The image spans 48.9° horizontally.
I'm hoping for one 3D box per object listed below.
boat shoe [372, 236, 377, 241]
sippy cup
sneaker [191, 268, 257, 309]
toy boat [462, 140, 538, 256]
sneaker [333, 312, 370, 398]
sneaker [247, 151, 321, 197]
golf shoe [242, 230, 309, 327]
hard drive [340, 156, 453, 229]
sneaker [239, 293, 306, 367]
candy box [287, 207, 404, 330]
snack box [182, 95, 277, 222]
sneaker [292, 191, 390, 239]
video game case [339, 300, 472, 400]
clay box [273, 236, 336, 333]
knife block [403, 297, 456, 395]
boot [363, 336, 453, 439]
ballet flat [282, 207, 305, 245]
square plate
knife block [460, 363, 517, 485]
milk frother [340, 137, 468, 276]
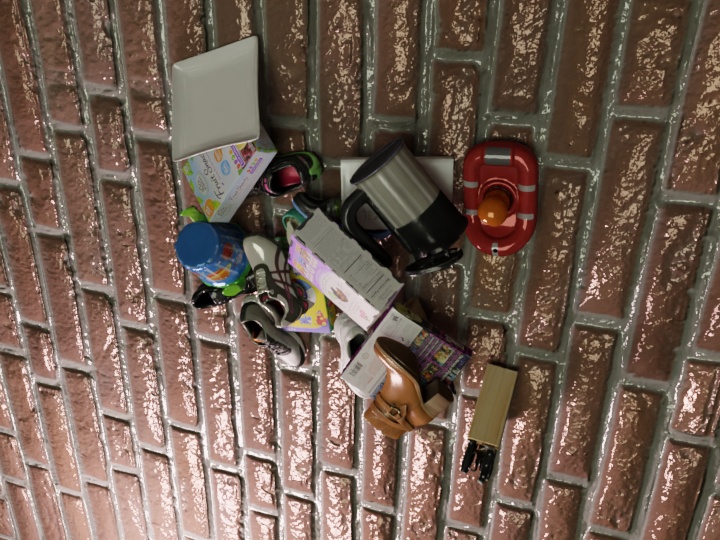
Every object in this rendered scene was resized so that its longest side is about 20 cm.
[{"bbox_3d":[0.000,0.000,1.526,0.062,0.075,0.200,25,153,24],"label":"boat shoe"},{"bbox_3d":[-0.298,-0.040,1.574,0.177,0.130,0.140,22,88,18],"label":"sippy cup"},{"bbox_3d":[-0.269,0.038,1.662,0.200,0.088,0.076,-23,107,30],"label":"sneaker"},{"bbox_3d":[0.233,-0.114,1.352,0.130,0.131,0.201,5,119,19],"label":"toy boat"},{"bbox_3d":[-0.004,0.188,1.621,0.078,0.099,0.201,-20,114,-8],"label":"sneaker"},{"bbox_3d":[-0.172,-0.178,1.505,0.199,0.084,0.077,-13,111,29],"label":"sneaker"},{"bbox_3d":[-0.175,0.017,1.559,0.077,0.088,0.200,-24,103,34],"label":"golf shoe"},{"bbox_3d":[0.065,-0.139,1.426,0.199,0.027,0.132,0,113,2],"label":"hard drive"},{"bbox_3d":[-0.193,0.143,1.686,0.074,0.079,0.200,-23,121,30],"label":"sneaker"},{"bbox_3d":[-0.031,0.003,1.397,0.200,0.072,0.168,41,163,4],"label":"candy box"},{"bbox_3d":[-0.252,-0.209,1.503,0.200,0.053,0.143,-48,59,35],"label":"snack box"},{"bbox_3d":[-0.030,-0.120,1.496,0.199,0.071,0.083,14,117,7],"label":"sneaker"},{"bbox_3d":[0.086,0.181,1.528,0.181,0.036,0.200,32,118,-4],"label":"video game case"},{"bbox_3d":[-0.120,0.030,1.622,0.114,0.048,0.201,1,118,22],"label":"clay box"},{"bbox_3d":[0.133,0.176,1.583,0.175,0.064,0.200,26,123,5],"label":"knife block"},{"bbox_3d":[0.059,0.227,1.501,0.200,0.077,0.155,40,117,-21],"label":"boot"},{"bbox_3d":[-0.095,-0.033,1.518,0.200,0.070,0.067,61,145,16],"label":"ballet flat"},{"bbox_3d":[-0.262,-0.310,1.449,0.199,0.028,0.199,-10,76,27],"label":"square plate"},{"bbox_3d":[0.249,0.309,1.551,0.064,0.176,0.201,14,121,13],"label":"knife block"},{"bbox_3d":[0.081,-0.096,1.310,0.188,0.181,0.200,48,163,-17],"label":"milk frother"}]
